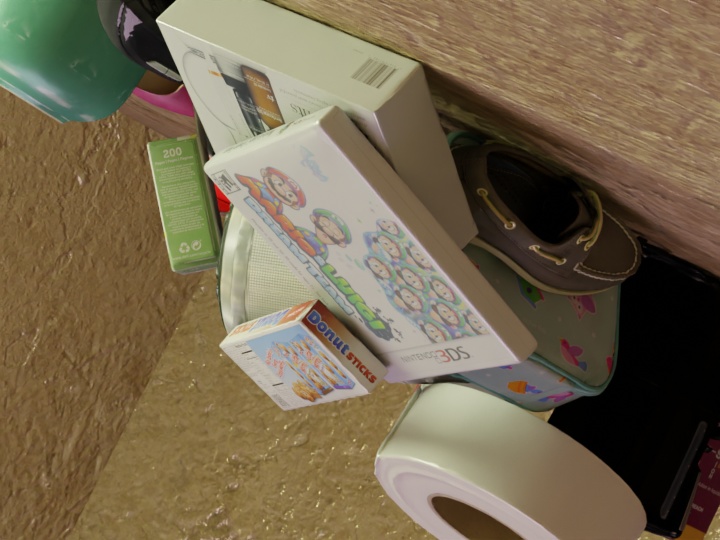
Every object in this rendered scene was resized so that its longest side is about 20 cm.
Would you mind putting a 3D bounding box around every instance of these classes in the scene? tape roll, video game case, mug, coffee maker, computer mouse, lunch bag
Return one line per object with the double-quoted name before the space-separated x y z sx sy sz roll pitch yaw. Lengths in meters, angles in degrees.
"tape roll" 0.111 0.169 1.729 0.202 0.071 0.202 29 162 11
"video game case" 0.002 -0.011 1.475 0.200 0.024 0.182 50 156 -13
"mug" -0.247 -0.190 1.781 0.185 0.114 0.152 30 179 40
"coffee maker" 0.217 0.091 1.805 0.192 0.200 0.135 28 178 -24
"computer mouse" -0.125 -0.138 1.630 0.200 0.046 0.140 29 -148 -61
"lunch bag" 0.099 -0.003 1.623 0.200 0.160 0.077 30 147 -35

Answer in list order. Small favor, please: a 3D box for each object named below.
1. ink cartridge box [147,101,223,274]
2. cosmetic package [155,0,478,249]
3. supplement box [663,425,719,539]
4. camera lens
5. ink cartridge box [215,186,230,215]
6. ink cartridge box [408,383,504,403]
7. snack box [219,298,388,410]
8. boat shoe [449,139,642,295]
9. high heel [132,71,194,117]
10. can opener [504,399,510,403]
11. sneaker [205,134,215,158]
"ink cartridge box" -0.143 -0.099 1.830 0.048 0.200 0.146 -11 179 -1
"cosmetic package" -0.028 -0.093 1.482 0.200 0.052 0.151 26 153 38
"supplement box" 0.264 0.121 2.003 0.103 0.200 0.131 28 179 -39
"camera lens" 0.000 0.000 1.757 0.200 0.160 0.160 9 173 17
"ink cartridge box" -0.059 -0.083 2.033 0.200 0.067 0.116 4 -170 -29
"ink cartridge box" 0.118 0.054 1.976 0.084 0.200 0.144 25 -175 -2
"snack box" -0.043 0.062 1.631 0.072 0.024 0.200 47 162 -8
"boat shoe" 0.126 -0.034 1.559 0.202 0.072 0.060 24 156 -38
"high heel" -0.193 -0.184 1.985 0.200 0.067 0.096 31 -172 -20
"can opener" 0.135 0.067 1.803 0.079 0.063 0.200 60 -175 -5
"sneaker" -0.029 -0.112 1.923 0.200 0.075 0.081 17 -149 7
